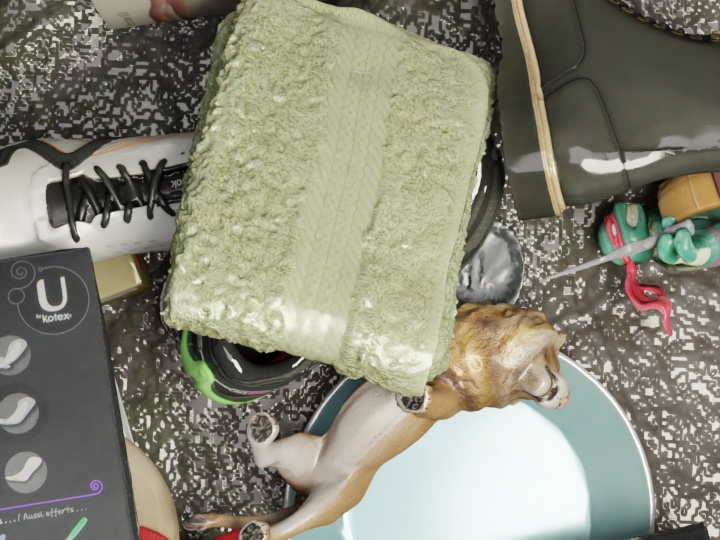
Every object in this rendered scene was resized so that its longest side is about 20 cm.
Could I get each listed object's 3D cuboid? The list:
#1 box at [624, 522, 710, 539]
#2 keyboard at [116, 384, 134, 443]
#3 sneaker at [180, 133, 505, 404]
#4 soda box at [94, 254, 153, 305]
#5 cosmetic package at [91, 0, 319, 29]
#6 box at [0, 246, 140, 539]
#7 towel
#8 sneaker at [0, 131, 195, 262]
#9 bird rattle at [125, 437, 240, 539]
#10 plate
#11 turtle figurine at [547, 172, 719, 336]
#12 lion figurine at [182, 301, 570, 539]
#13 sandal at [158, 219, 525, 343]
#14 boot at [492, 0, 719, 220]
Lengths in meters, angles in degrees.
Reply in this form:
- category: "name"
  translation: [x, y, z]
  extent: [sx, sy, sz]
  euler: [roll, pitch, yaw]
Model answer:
- category: "box"
  translation: [0.100, 0.240, 1.000]
  extent: [0.197, 0.050, 0.201]
  euler: [-15, 55, 6]
- category: "keyboard"
  translation: [-0.141, 0.133, 1.102]
  extent: [0.056, 0.011, 0.202]
  euler: [-16, 88, 5]
- category: "sneaker"
  translation: [0.000, 0.000, 1.024]
  extent: [0.200, 0.084, 0.077]
  euler: [-41, 96, -11]
- category: "soda box"
  translation: [-0.215, 0.012, 1.077]
  extent: [0.199, 0.064, 0.068]
  euler: [-21, 89, -1]
- category: "cosmetic package"
  translation: [-0.045, -0.188, 1.062]
  extent: [0.198, 0.103, 0.088]
  euler: [-7, 87, 1]
- category: "box"
  translation: [-0.160, 0.107, 0.961]
  extent: [0.105, 0.122, 0.202]
  euler: [-9, 72, -8]
- category: "towel"
  translation: [-0.013, -0.044, 0.979]
  extent: [0.147, 0.037, 0.201]
  euler: [16, 60, -6]
- category: "sneaker"
  translation: [-0.117, -0.040, 1.010]
  extent: [0.199, 0.080, 0.074]
  euler: [-11, 87, -21]
- category: "bird rattle"
  translation: [-0.148, 0.153, 1.052]
  extent: [0.199, 0.113, 0.164]
  euler: [-20, 72, 2]
- category: "plate"
  translation: [0.058, 0.131, 1.093]
  extent: [0.198, 0.026, 0.202]
  euler: [0, 88, 1]
- category: "turtle figurine"
  translation: [0.188, -0.050, 1.063]
  extent: [0.199, 0.101, 0.150]
  euler: [-22, 47, 11]
- category: "lion figurine"
  translation: [0.010, 0.080, 1.043]
  extent: [0.199, 0.122, 0.073]
  euler: [-33, 73, 16]
- category: "sandal"
  translation: [-0.011, 0.001, 1.084]
  extent: [0.199, 0.048, 0.076]
  euler: [-8, 89, 0]
- category: "boot"
  translation: [0.139, -0.121, 1.040]
  extent: [0.137, 0.078, 0.201]
  euler: [-8, 63, 10]
